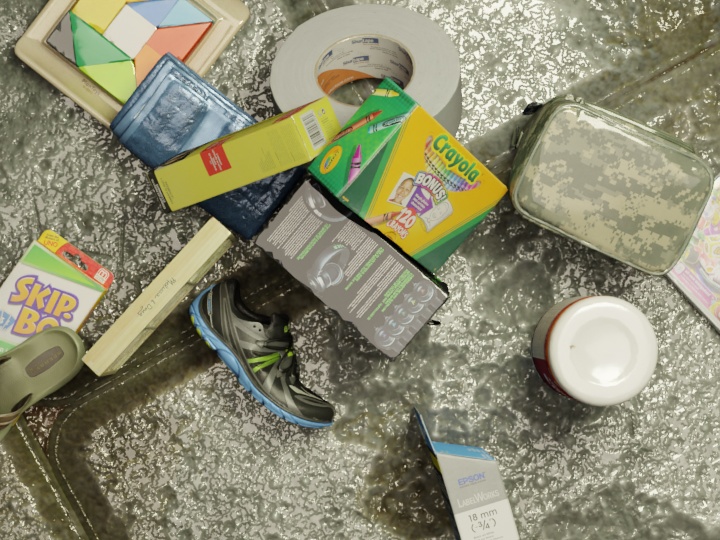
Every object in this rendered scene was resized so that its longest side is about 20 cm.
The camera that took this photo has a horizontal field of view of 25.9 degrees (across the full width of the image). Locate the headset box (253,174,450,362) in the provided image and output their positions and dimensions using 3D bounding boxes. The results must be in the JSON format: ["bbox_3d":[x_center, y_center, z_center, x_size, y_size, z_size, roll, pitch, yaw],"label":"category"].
[{"bbox_3d":[0.000,0.000,1.631,0.200,0.174,0.093,41,93,1],"label":"headset box"}]

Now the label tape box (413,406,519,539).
[{"bbox_3d":[0.117,0.234,1.644,0.063,0.144,0.201,-17,89,-1],"label":"label tape box"}]

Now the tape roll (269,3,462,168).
[{"bbox_3d":[0.007,-0.188,1.640,0.200,0.066,0.201,-2,52,3],"label":"tape roll"}]

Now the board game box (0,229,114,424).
[{"bbox_3d":[-0.360,0.061,1.699,0.095,0.030,0.200,35,86,-1],"label":"board game box"}]

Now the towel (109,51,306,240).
[{"bbox_3d":[-0.162,-0.130,1.680,0.200,0.049,0.112,38,94,-9],"label":"towel"}]

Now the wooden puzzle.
[{"bbox_3d":[-0.249,-0.261,1.703,0.185,0.037,0.200,38,88,0],"label":"wooden puzzle"}]

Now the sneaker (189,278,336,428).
[{"bbox_3d":[-0.097,0.090,1.680,0.083,0.071,0.200,-43,87,4],"label":"sneaker"}]

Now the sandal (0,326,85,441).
[{"bbox_3d":[-0.381,0.129,1.656,0.201,0.057,0.080,-41,90,-1],"label":"sandal"}]

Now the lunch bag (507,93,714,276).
[{"bbox_3d":[0.254,-0.098,1.645,0.200,0.168,0.140,23,99,-2],"label":"lunch bag"}]

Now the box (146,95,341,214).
[{"bbox_3d":[-0.117,-0.115,1.574,0.200,0.075,0.050,-16,104,36],"label":"box"}]

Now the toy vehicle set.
[{"bbox_3d":[-0.209,0.028,1.653,0.027,0.124,0.200,42,88,0],"label":"toy vehicle set"}]

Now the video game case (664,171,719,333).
[{"bbox_3d":[0.428,-0.041,1.721,0.200,0.018,0.143,-44,89,-2],"label":"video game case"}]

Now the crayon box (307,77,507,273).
[{"bbox_3d":[0.050,-0.090,1.555,0.119,0.200,0.058,-49,51,4],"label":"crayon box"}]

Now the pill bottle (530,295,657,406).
[{"bbox_3d":[0.235,0.081,1.623,0.109,0.200,0.110,0,88,-1],"label":"pill bottle"}]
